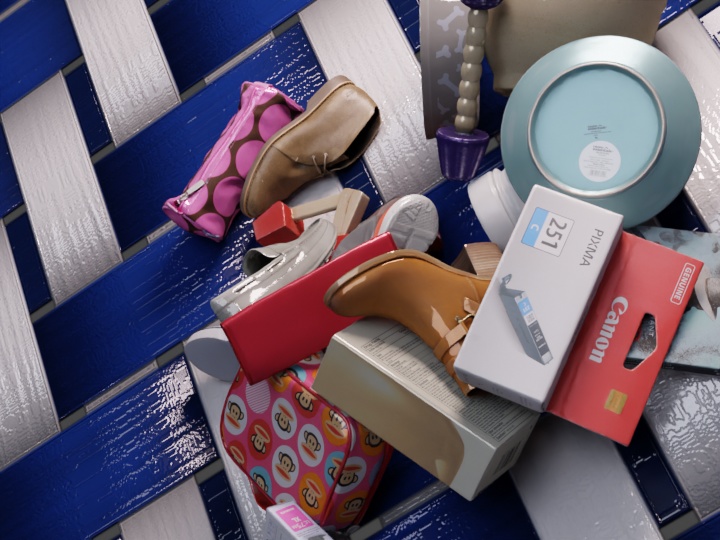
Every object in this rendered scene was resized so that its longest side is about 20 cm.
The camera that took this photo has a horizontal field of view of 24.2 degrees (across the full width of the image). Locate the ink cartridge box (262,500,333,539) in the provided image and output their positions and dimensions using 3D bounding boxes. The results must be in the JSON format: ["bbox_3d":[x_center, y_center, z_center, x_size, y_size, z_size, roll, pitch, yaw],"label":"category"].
[{"bbox_3d":[-0.030,0.331,1.655,0.200,0.042,0.119,40,132,40],"label":"ink cartridge box"}]

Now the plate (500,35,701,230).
[{"bbox_3d":[0.232,-0.136,1.644,0.200,0.026,0.200,-3,80,18],"label":"plate"}]

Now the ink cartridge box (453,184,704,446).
[{"bbox_3d":[0.207,0.040,1.584,0.176,0.045,0.200,21,77,14],"label":"ink cartridge box"}]

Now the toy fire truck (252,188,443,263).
[{"bbox_3d":[-0.014,-0.041,1.873,0.200,0.049,0.141,-29,55,16],"label":"toy fire truck"}]

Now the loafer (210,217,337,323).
[{"bbox_3d":[-0.088,-0.001,1.772,0.070,0.070,0.200,-42,7,42],"label":"loafer"}]

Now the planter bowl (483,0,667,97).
[{"bbox_3d":[0.209,-0.240,1.763,0.200,0.200,0.135,13,90,35],"label":"planter bowl"}]

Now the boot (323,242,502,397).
[{"bbox_3d":[0.076,0.057,1.643,0.200,0.074,0.155,-12,63,-13],"label":"boot"}]

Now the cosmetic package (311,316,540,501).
[{"bbox_3d":[0.063,0.128,1.656,0.200,0.105,0.071,35,121,20],"label":"cosmetic package"}]

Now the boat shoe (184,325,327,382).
[{"bbox_3d":[-0.101,0.075,1.863,0.200,0.071,0.070,-8,35,32],"label":"boat shoe"}]

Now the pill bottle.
[{"bbox_3d":[0.219,-0.095,1.720,0.200,0.113,0.113,-30,54,15],"label":"pill bottle"}]

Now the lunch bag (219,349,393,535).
[{"bbox_3d":[-0.064,0.179,1.745,0.200,0.082,0.176,42,121,39],"label":"lunch bag"}]

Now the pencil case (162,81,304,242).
[{"bbox_3d":[-0.150,-0.131,1.974,0.091,0.094,0.200,24,79,37],"label":"pencil case"}]

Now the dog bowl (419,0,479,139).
[{"bbox_3d":[0.098,-0.241,1.824,0.059,0.200,0.200,-1,63,6],"label":"dog bowl"}]

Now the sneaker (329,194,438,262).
[{"bbox_3d":[0.000,0.000,1.775,0.200,0.077,0.082,-45,24,-9],"label":"sneaker"}]

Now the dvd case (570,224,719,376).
[{"bbox_3d":[0.265,0.022,1.627,0.200,0.022,0.146,8,66,9],"label":"dvd case"}]

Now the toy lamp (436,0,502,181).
[{"bbox_3d":[0.110,-0.190,1.716,0.058,0.058,0.200,18,113,36],"label":"toy lamp"}]

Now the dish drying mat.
[{"bbox_3d":[-0.041,0.038,1.707,0.200,0.077,0.018,-29,12,-16],"label":"dish drying mat"}]

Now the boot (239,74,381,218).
[{"bbox_3d":[-0.058,-0.131,1.938,0.075,0.074,0.200,40,87,29],"label":"boot"}]
